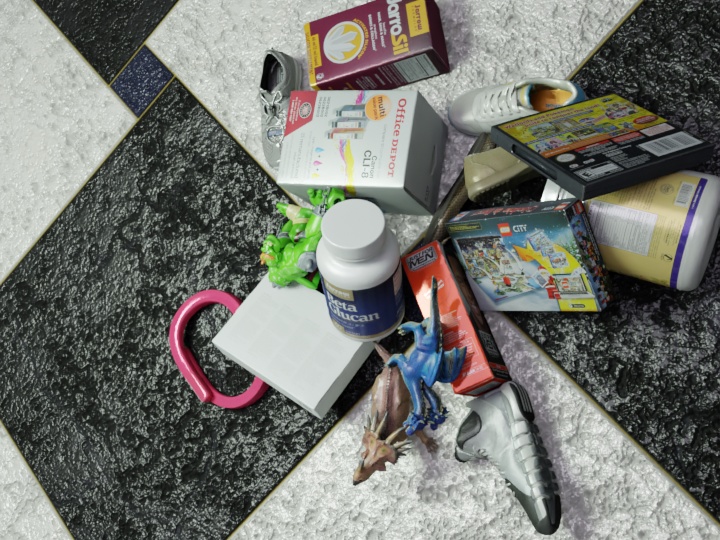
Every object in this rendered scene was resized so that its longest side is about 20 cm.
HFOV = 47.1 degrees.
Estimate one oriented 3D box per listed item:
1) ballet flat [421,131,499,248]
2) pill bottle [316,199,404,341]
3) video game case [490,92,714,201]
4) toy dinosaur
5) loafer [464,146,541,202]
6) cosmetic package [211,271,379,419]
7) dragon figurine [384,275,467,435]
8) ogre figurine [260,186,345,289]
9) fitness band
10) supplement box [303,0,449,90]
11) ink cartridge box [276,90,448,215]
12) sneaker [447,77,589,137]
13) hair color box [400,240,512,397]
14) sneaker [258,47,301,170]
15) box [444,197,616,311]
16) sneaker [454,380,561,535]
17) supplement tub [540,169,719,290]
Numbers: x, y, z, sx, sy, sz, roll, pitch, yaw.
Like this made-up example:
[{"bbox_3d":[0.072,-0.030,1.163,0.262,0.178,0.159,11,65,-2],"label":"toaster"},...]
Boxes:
[{"bbox_3d":[0.146,-0.102,1.178,0.046,0.067,0.200,29,89,-7],"label":"ballet flat"},{"bbox_3d":[0.000,0.000,1.110,0.111,0.200,0.111,-4,53,5],"label":"pill bottle"},{"bbox_3d":[0.293,-0.157,1.017,0.200,0.026,0.181,-18,38,-21],"label":"video game case"},{"bbox_3d":[0.040,0.185,1.119,0.086,0.136,0.200,-9,76,22],"label":"toy dinosaur"},{"bbox_3d":[0.228,-0.161,1.117,0.200,0.076,0.067,-24,78,-6],"label":"loafer"},{"bbox_3d":[-0.094,0.102,1.214,0.200,0.052,0.151,30,73,25],"label":"cosmetic package"},{"bbox_3d":[0.093,0.110,1.039,0.099,0.059,0.200,38,115,36],"label":"dragon figurine"},{"bbox_3d":[-0.084,-0.042,1.186,0.200,0.098,0.120,-7,60,46],"label":"ogre figurine"},{"bbox_3d":[-0.217,0.124,1.299,0.144,0.037,0.200,-42,68,8],"label":"fitness band"},{"bbox_3d":[0.023,-0.339,1.257,0.200,0.086,0.110,-13,75,20],"label":"supplement box"},{"bbox_3d":[0.007,-0.169,1.198,0.200,0.145,0.145,5,80,23],"label":"ink cartridge box"},{"bbox_3d":[0.215,-0.235,1.157,0.200,0.081,0.077,-2,81,24],"label":"sneaker"},{"bbox_3d":[0.130,0.067,1.122,0.061,0.101,0.200,-28,71,17],"label":"hair color box"},{"bbox_3d":[-0.138,-0.256,1.312,0.075,0.082,0.200,-9,76,21],"label":"sneaker"},{"bbox_3d":[0.212,-0.016,1.052,0.200,0.038,0.137,-3,116,52],"label":"box"},{"bbox_3d":[0.185,0.255,1.085,0.115,0.075,0.200,-23,61,23],"label":"sneaker"},{"bbox_3d":[0.338,-0.067,1.035,0.200,0.145,0.146,18,87,26],"label":"supplement tub"}]
